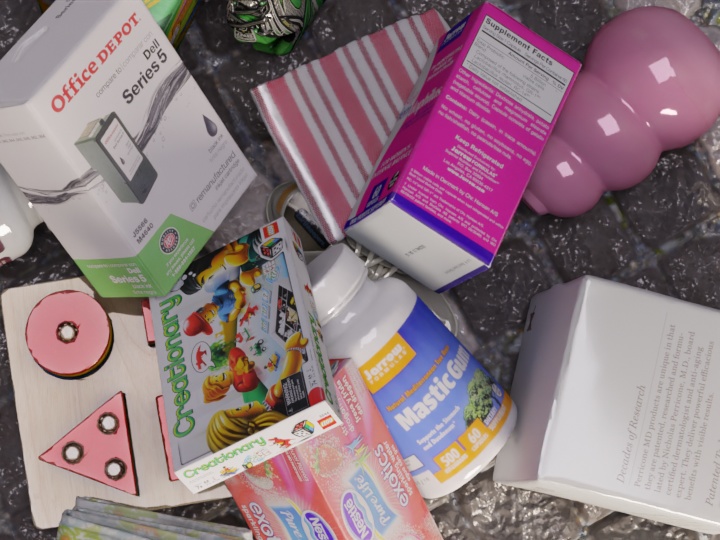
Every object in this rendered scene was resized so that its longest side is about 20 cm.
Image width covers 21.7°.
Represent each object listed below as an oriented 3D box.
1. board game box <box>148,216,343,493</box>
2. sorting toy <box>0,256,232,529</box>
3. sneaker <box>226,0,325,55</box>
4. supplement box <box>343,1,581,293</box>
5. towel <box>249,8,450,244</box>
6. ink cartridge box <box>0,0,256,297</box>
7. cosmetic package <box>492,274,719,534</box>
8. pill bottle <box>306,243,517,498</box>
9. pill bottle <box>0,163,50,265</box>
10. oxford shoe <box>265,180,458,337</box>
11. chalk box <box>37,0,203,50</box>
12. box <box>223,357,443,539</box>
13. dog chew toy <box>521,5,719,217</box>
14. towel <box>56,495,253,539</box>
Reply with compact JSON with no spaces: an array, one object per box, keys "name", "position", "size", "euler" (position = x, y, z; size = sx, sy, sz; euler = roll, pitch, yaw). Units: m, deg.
[{"name":"board game box","position":[-0.091,0.060,1.418],"size":[0.126,0.035,0.200],"euler":[-26,44,10]},{"name":"sorting toy","position":[-0.185,0.096,1.532],"size":[0.198,0.070,0.201],"euler":[-9,84,-5]},{"name":"sneaker","position":[-0.077,-0.228,1.518],"size":[0.078,0.200,0.086],"euler":[20,83,20]},{"name":"supplement box","position":[0.084,-0.099,1.518],"size":[0.103,0.101,0.201],"euler":[32,67,-12]},{"name":"towel","position":[0.019,-0.122,1.569],"size":[0.199,0.030,0.147],"euler":[-26,87,-26]},{"name":"ink cartridge box","position":[-0.192,-0.099,1.466],"size":[0.146,0.084,0.200],"euler":[-56,128,-32]},{"name":"cosmetic package","position":[0.233,0.113,1.509],"size":[0.199,0.167,0.167],"euler":[14,82,-7]},{"name":"pill bottle","position":[0.024,0.077,1.509],"size":[0.112,0.112,0.200],"euler":[-45,104,-8]},{"name":"pill bottle","position":[-0.334,-0.044,1.518],"size":[0.199,0.110,0.110],"euler":[-26,86,-7]},{"name":"oxford shoe","position":[0.000,0.000,1.566],"size":[0.200,0.058,0.075],"euler":[44,80,0]},{"name":"chalk box","position":[-0.172,-0.289,1.554],"size":[0.124,0.124,0.201],"euler":[26,82,-1]},{"name":"box","position":[-0.025,0.177,1.467],"size":[0.095,0.102,0.201],"euler":[-47,120,-43]},{"name":"dog chew toy","position":[0.211,-0.125,1.570],"size":[0.125,0.125,0.200],"euler":[44,89,2]},{"name":"towel","position":[-0.162,0.287,1.478],"size":[0.170,0.048,0.201],"euler":[9,101,21]}]
